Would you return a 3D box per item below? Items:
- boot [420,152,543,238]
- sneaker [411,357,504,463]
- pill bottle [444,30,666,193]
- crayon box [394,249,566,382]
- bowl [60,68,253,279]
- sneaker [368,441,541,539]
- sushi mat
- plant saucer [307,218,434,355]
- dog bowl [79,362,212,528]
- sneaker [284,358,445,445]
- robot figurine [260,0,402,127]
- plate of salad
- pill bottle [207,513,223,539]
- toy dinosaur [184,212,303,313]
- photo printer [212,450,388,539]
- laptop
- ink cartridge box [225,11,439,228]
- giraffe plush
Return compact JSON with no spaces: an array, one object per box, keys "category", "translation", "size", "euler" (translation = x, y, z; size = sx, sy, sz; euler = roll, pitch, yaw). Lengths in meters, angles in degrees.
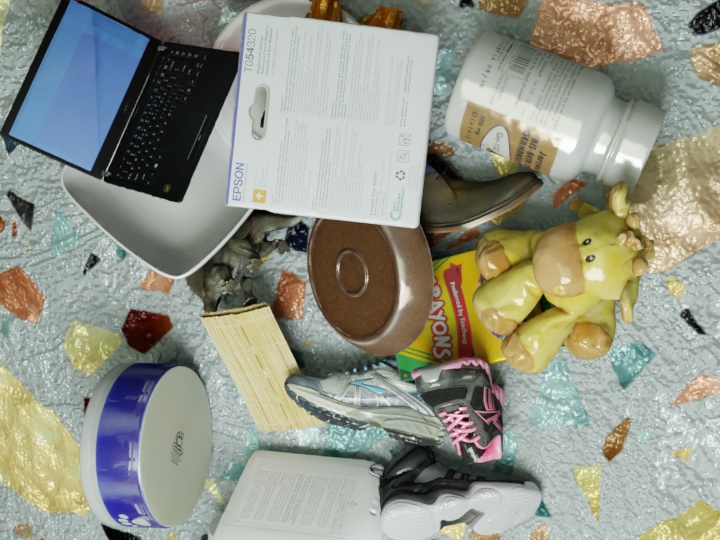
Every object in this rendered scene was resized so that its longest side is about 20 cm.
[{"category":"boot","translation":[0.092,-0.092,1.038],"size":[0.200,0.075,0.097],"euler":[-20,101,25]},{"category":"sneaker","translation":[0.115,0.157,1.033],"size":[0.079,0.200,0.096],"euler":[-13,63,22]},{"category":"pill bottle","translation":[0.196,-0.155,0.962],"size":[0.200,0.114,0.115],"euler":[24,111,11]},{"category":"crayon box","translation":[0.130,0.043,1.058],"size":[0.199,0.051,0.127],"euler":[-15,80,21]},{"category":"bowl","translation":[-0.215,-0.107,1.108],"size":[0.200,0.075,0.200],"euler":[40,83,4]},{"category":"sneaker","translation":[0.109,0.251,1.130],"size":[0.199,0.114,0.076],"euler":[-3,126,-16]},{"category":"sushi mat","translation":[-0.117,0.123,1.165],"size":[0.095,0.012,0.200],"euler":[-9,125,19]},{"category":"plant saucer","translation":[0.000,0.000,1.065],"size":[0.200,0.034,0.201],"euler":[16,111,48]},{"category":"dog bowl","translation":[-0.259,0.214,1.176],"size":[0.079,0.200,0.201],"euler":[0,105,16]},{"category":"sneaker","translation":[0.010,0.146,1.135],"size":[0.199,0.078,0.087],"euler":[14,70,7]},{"category":"robot figurine","translation":[-0.026,-0.189,1.018],"size":[0.145,0.058,0.201],"euler":[12,95,-6]},{"category":"plate of salad","translation":[-0.073,-0.205,1.069],"size":[0.199,0.048,0.201],"euler":[0,97,-3]},{"category":"pill bottle","translation":[-0.158,0.423,1.250],"size":[0.111,0.111,0.201],"euler":[7,108,17]},{"category":"toy dinosaur","translation":[-0.145,-0.022,1.135],"size":[0.102,0.077,0.200],"euler":[42,103,39]},{"category":"photo printer","translation":[-0.061,0.300,1.156],"size":[0.199,0.167,0.070],"euler":[1,127,18]},{"category":"laptop","translation":[-0.255,-0.188,1.023],"size":[0.200,0.103,0.178],"euler":[17,81,35]},{"category":"ink cartridge box","translation":[-0.029,-0.152,0.971],"size":[0.199,0.043,0.197],"euler":[7,94,-3]},{"category":"giraffe plush","translation":[0.217,0.001,0.934],"size":[0.200,0.162,0.173],"euler":[-30,83,-7]}]
